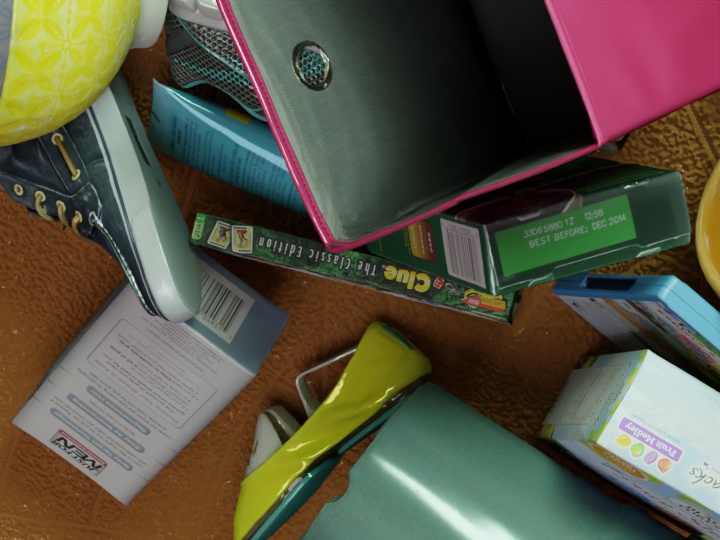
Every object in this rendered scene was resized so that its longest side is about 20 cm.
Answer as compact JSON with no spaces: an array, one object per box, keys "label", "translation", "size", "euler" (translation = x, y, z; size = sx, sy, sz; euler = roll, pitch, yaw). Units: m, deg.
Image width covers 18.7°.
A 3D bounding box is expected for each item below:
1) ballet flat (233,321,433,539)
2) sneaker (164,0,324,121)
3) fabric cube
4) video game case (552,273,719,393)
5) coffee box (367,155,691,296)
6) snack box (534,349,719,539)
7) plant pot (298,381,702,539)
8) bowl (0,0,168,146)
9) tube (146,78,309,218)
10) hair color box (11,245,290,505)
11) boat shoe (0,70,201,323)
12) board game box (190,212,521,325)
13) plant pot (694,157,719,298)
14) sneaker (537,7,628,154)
[{"label":"ballet flat","translation":[-0.031,0.106,1.457],"size":[0.067,0.067,0.200],"euler":[50,119,8]},{"label":"sneaker","translation":[-0.030,-0.125,1.313],"size":[0.199,0.078,0.092],"euler":[22,133,11]},{"label":"fabric cube","translation":[0.070,-0.150,1.130],"size":[0.199,0.199,0.198],"euler":[-21,94,43]},{"label":"video game case","translation":[0.198,0.052,1.292],"size":[0.143,0.200,0.018],"euler":[40,83,-10]},{"label":"coffee box","translation":[0.087,-0.032,1.235],"size":[0.122,0.200,0.044],"euler":[-15,102,-16]},{"label":"snack box","translation":[0.205,0.118,1.313],"size":[0.168,0.200,0.068],"euler":[31,83,-2]},{"label":"plant pot","translation":[0.073,0.184,1.344],"size":[0.196,0.200,0.201],"euler":[37,124,6]},{"label":"bowl","translation":[-0.173,-0.172,1.272],"size":[0.107,0.201,0.201],"euler":[0,126,-22]},{"label":"tube","translation":[-0.041,-0.060,1.360],"size":[0.199,0.051,0.078],"euler":[22,146,3]},{"label":"hair color box","translation":[-0.139,0.066,1.428],"size":[0.099,0.061,0.200],"euler":[37,137,-8]},{"label":"boat shoe","translation":[-0.166,-0.042,1.335],"size":[0.090,0.201,0.071],"euler":[-27,155,8]},{"label":"board game box","translation":[0.000,0.000,1.357],"size":[0.198,0.105,0.024],"euler":[14,91,8]},{"label":"plant pot","translation":[0.317,0.003,1.227],"size":[0.199,0.201,0.183],"euler":[-23,127,26]},{"label":"sneaker","translation":[0.140,-0.163,1.239],"size":[0.081,0.075,0.201],"euler":[22,124,12]}]
